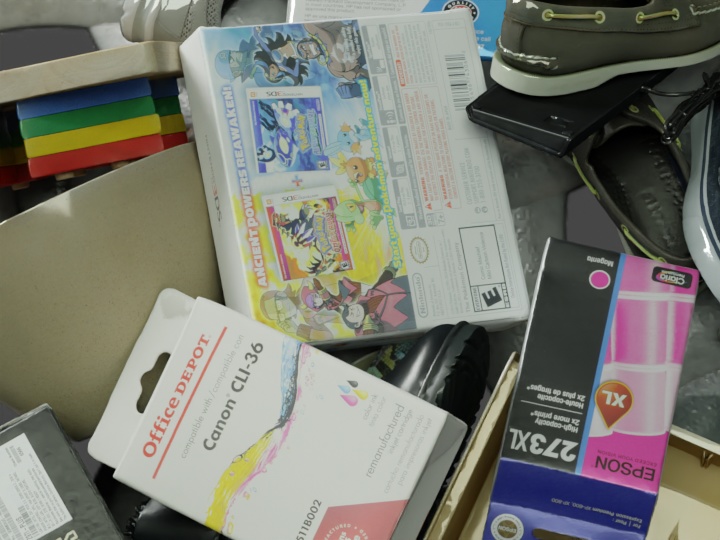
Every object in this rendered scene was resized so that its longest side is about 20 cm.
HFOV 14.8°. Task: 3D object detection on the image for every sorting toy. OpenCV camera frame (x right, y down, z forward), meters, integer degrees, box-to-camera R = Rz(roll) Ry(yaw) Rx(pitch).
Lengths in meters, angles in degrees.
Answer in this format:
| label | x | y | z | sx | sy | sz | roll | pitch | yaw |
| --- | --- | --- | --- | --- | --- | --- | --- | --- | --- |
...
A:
| label | x | y | z | sx | sy | sz | roll | pitch | yaw |
| --- | --- | --- | --- | --- | --- | --- | --- | --- | --- |
| sorting toy | -0.197 | -0.087 | 1.703 | 0.199 | 0.200 | 0.070 | -11 | 92 | 8 |

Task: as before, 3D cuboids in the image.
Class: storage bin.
| label | x | y | z | sx | sy | sz | roll | pitch | yaw |
| --- | --- | --- | --- | --- | --- | --- | --- | --- | --- |
| storage bin | 0.147 | 0.174 | 1.657 | 0.200 | 0.094 | 0.199 | 23 | 73 | 10 |

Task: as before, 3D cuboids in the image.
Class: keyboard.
| label | x | y | z | sx | sy | sz | roll | pitch | yaw |
| --- | --- | --- | --- | --- | --- | --- | --- | --- | --- |
| keyboard | 0.162 | -0.111 | 1.714 | 0.127 | 0.021 | 0.200 | 19 | 32 | 25 |

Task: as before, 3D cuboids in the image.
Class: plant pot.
| label | x | y | z | sx | sy | sz | roll | pitch | yaw |
| --- | --- | --- | --- | --- | --- | --- | --- | --- | --- |
| plant pot | -0.160 | 0.025 | 1.680 | 0.200 | 0.200 | 0.134 | -25 | 89 | -7 |

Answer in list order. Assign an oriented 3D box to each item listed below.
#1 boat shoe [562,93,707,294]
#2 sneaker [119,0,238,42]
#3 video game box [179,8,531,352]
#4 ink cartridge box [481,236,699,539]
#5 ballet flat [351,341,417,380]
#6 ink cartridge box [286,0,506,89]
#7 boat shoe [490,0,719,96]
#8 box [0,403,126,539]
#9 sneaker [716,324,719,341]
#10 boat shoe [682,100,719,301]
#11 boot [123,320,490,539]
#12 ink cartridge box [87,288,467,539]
| label | x | y | z | sx | sy | sz | roll | pitch | yaw |
| --- | --- | --- | --- | --- | --- | --- | --- | --- | --- |
| boat shoe | 0.168 | -0.078 | 1.762 | 0.072 | 0.061 | 0.201 | -28 | 72 | -8 |
| sneaker | -0.079 | -0.224 | 1.824 | 0.082 | 0.075 | 0.200 | 27 | 85 | 3 |
| video game box | -0.003 | -0.052 | 1.665 | 0.182 | 0.047 | 0.200 | -5 | 78 | -26 |
| ink cartridge box | 0.135 | 0.080 | 1.623 | 0.095 | 0.037 | 0.200 | 13 | 63 | 3 |
| ballet flat | -0.014 | 0.109 | 1.708 | 0.200 | 0.074 | 0.074 | -43 | 75 | -14 |
| ink cartridge box | 0.032 | -0.217 | 1.802 | 0.146 | 0.086 | 0.200 | 4 | 70 | 2 |
| boat shoe | 0.167 | -0.160 | 1.720 | 0.202 | 0.060 | 0.072 | -18 | 35 | -34 |
| box | -0.164 | 0.200 | 1.621 | 0.086 | 0.164 | 0.200 | -29 | 73 | -8 |
| sneaker | 0.269 | 0.014 | 1.723 | 0.092 | 0.076 | 0.200 | 2 | 70 | 7 |
| boat shoe | 0.252 | -0.058 | 1.695 | 0.091 | 0.071 | 0.200 | -36 | 32 | 31 |
| boot | -0.033 | 0.099 | 1.625 | 0.168 | 0.076 | 0.200 | 19 | 78 | 21 |
| ink cartridge box | -0.056 | 0.093 | 1.552 | 0.200 | 0.067 | 0.117 | 24 | 87 | 16 |
